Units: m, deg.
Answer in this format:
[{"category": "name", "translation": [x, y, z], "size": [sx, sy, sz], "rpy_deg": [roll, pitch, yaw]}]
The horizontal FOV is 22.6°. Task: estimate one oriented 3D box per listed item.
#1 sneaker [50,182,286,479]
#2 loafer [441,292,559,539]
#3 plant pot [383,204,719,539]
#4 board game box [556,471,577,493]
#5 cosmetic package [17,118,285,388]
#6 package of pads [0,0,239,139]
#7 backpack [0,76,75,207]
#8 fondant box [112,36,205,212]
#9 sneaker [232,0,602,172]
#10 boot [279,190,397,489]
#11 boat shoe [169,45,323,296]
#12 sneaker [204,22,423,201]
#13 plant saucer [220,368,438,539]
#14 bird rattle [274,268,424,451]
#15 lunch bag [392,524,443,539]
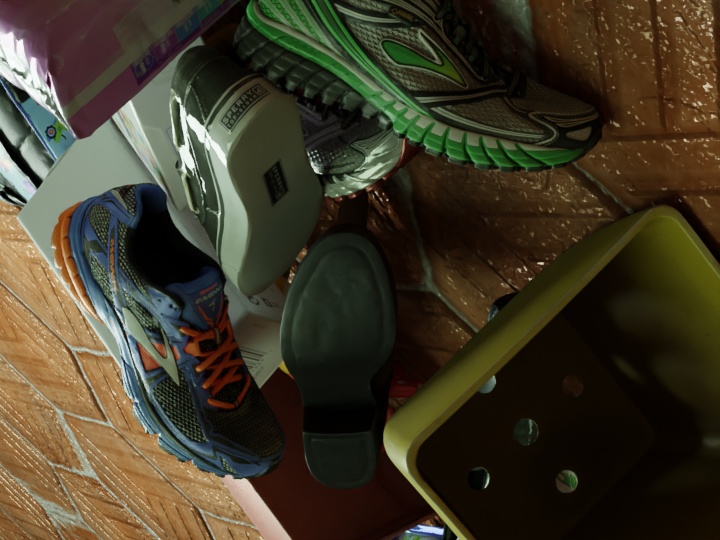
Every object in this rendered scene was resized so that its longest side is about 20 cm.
[{"category": "sneaker", "translation": [-0.107, 0.035, 1.065], "size": [0.078, 0.075, 0.201], "rpy_deg": [-35, 91, 41]}, {"category": "loafer", "translation": [0.086, 0.107, 1.166], "size": [0.068, 0.070, 0.202], "rpy_deg": [-117, 25, -55]}, {"category": "plant pot", "translation": [0.127, 0.101, 1.023], "size": [0.200, 0.200, 0.176], "rpy_deg": [50, 168, -11]}, {"category": "board game box", "translation": [0.169, 0.166, 1.237], "size": [0.199, 0.035, 0.127], "rpy_deg": [30, 153, 31]}, {"category": "cosmetic package", "translation": [-0.134, 0.000, 1.192], "size": [0.074, 0.102, 0.200], "rpy_deg": [19, -152, -55]}, {"category": "package of pads", "translation": [-0.123, -0.172, 0.955], "size": [0.120, 0.200, 0.076], "rpy_deg": [35, 161, 29]}, {"category": "backpack", "translation": [-0.245, -0.141, 1.294], "size": [0.182, 0.135, 0.201], "rpy_deg": [11, 139, 52]}, {"category": "fondant box", "translation": [-0.142, -0.144, 1.114], "size": [0.200, 0.058, 0.145], "rpy_deg": [51, 166, 57]}, {"category": "sneaker", "translation": [0.035, -0.112, 0.936], "size": [0.199, 0.086, 0.078], "rpy_deg": [24, -163, 2]}, {"category": "boot", "translation": [0.000, 0.000, 1.098], "size": [0.068, 0.201, 0.189], "rpy_deg": [-2, 130, 9]}, {"category": "boat shoe", "translation": [-0.067, -0.057, 1.017], "size": [0.064, 0.071, 0.200], "rpy_deg": [40, 158, 21]}, {"category": "sneaker", "translation": [-0.033, -0.100, 1.079], "size": [0.199, 0.078, 0.082], "rpy_deg": [18, 144, 47]}, {"category": "plant saucer", "translation": [-0.049, 0.128, 1.324], "size": [0.037, 0.200, 0.200], "rpy_deg": [-45, 74, 27]}, {"category": "bird rattle", "translation": [-0.036, 0.057, 1.266], "size": [0.200, 0.113, 0.163], "rpy_deg": [50, 174, -3]}, {"category": "lunch bag", "translation": [0.107, 0.317, 1.496], "size": [0.199, 0.128, 0.171], "rpy_deg": [1, 131, 41]}]
